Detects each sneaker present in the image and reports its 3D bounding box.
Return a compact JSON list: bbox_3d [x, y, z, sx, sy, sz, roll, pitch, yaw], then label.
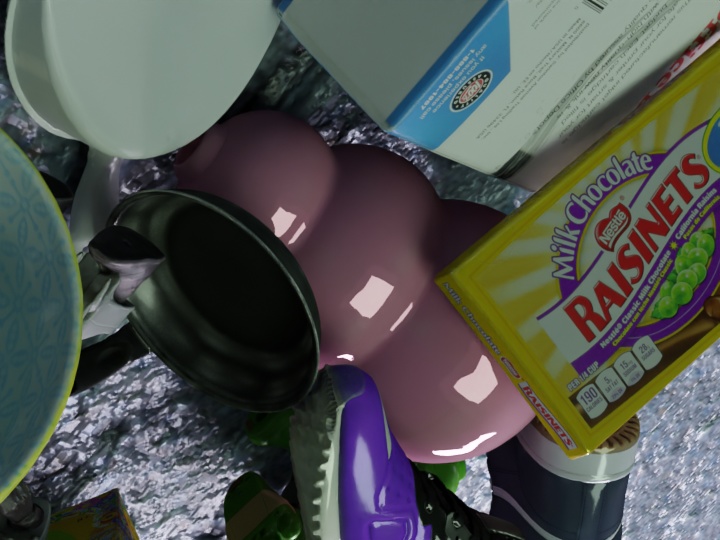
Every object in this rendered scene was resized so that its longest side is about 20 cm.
[{"bbox_3d":[0.026,0.120,1.077,0.099,0.070,0.200,-11,124,-5],"label":"sneaker"},{"bbox_3d":[0.087,0.085,1.206,0.070,0.200,0.109,-1,115,-10],"label":"sneaker"}]

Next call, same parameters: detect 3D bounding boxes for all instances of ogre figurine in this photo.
[{"bbox_3d":[-0.007,0.117,1.182,0.098,0.200,0.120,-28,128,32],"label":"ogre figurine"}]

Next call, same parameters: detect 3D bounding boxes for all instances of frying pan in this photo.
[{"bbox_3d":[-0.072,0.031,1.060,0.031,0.115,0.190,-45,169,-37],"label":"frying pan"}]

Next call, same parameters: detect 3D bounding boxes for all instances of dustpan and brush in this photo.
[{"bbox_3d":[-0.097,-0.074,1.012,0.140,0.057,0.200,-21,134,-36],"label":"dustpan and brush"}]

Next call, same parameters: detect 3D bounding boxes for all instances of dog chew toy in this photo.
[{"bbox_3d":[0.000,0.000,1.091,0.200,0.125,0.125,37,102,-22],"label":"dog chew toy"}]

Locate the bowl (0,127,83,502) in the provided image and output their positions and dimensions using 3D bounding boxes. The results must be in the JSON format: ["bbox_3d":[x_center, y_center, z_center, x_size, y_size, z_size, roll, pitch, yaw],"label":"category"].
[{"bbox_3d":[-0.208,0.027,0.926,0.200,0.200,0.108,-29,170,-15],"label":"bowl"}]

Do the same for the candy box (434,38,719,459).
[{"bbox_3d":[0.136,-0.017,1.071,0.200,0.102,0.026,-40,-177,-20],"label":"candy box"}]

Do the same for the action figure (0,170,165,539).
[{"bbox_3d":[-0.168,0.055,1.020,0.200,0.130,0.069,-59,171,18],"label":"action figure"}]

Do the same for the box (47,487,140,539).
[{"bbox_3d":[-0.174,0.212,1.059,0.200,0.193,0.122,-23,102,-2],"label":"box"}]

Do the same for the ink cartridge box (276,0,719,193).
[{"bbox_3d":[0.077,-0.120,1.051,0.145,0.084,0.200,-49,155,12],"label":"ink cartridge box"}]
